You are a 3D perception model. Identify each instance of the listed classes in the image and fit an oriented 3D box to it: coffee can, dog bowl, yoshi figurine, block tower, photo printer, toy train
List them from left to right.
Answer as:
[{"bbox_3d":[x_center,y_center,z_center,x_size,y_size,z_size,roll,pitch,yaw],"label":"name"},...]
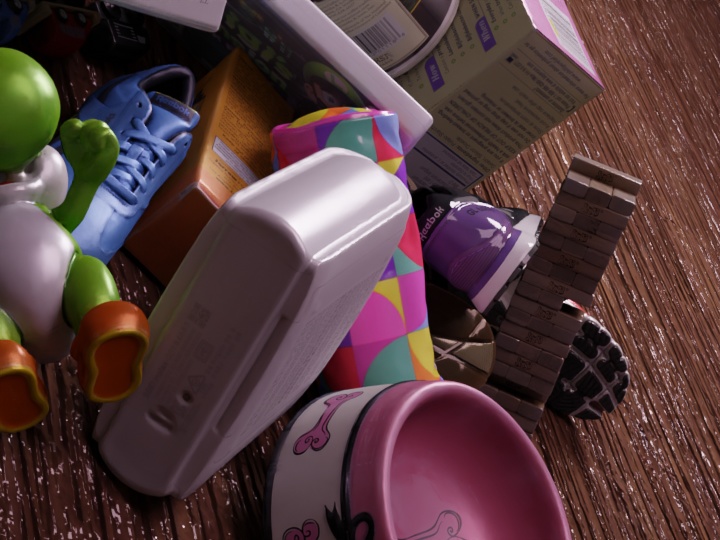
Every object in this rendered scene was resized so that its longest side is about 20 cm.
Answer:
[{"bbox_3d":[-0.169,-0.031,0.904,0.112,0.112,0.200,20,36,-43],"label":"yoshi figurine"},{"bbox_3d":[-0.190,-0.152,1.140,0.200,0.034,0.046,1,66,-64],"label":"toy train"},{"bbox_3d":[-0.049,0.020,0.990,0.069,0.167,0.200,34,21,8],"label":"photo printer"},{"bbox_3d":[-0.034,-0.238,1.307,0.200,0.146,0.147,41,23,-54],"label":"coffee can"},{"bbox_3d":[0.041,0.150,1.020,0.200,0.074,0.201,29,48,-38],"label":"dog bowl"},{"bbox_3d":[0.135,0.021,1.318,0.054,0.201,0.058,23,13,4],"label":"block tower"}]

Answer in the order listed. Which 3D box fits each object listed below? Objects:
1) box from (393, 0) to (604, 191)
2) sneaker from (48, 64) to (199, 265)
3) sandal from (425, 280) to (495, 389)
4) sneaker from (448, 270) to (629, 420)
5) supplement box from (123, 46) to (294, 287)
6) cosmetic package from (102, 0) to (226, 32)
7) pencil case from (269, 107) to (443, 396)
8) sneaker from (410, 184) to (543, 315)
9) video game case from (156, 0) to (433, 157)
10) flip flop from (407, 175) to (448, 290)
[{"bbox_3d":[0.058,-0.158,1.414,0.097,0.200,0.176,33,29,-43],"label":"box"},{"bbox_3d":[-0.138,-0.065,1.053,0.066,0.078,0.200,48,24,-17],"label":"sneaker"},{"bbox_3d":[0.001,0.014,1.223,0.200,0.054,0.080,38,70,-15],"label":"sandal"},{"bbox_3d":[0.141,0.031,1.471,0.200,0.077,0.085,48,17,-14],"label":"sneaker"},{"bbox_3d":[-0.090,-0.061,1.156,0.069,0.066,0.200,44,24,-21],"label":"supplement box"},{"bbox_3d":[-0.160,-0.262,1.050,0.199,0.201,0.123,14,6,-37],"label":"cosmetic package"},{"bbox_3d":[0.000,0.000,1.132,0.088,0.088,0.201,-30,111,-68],"label":"pencil case"},{"bbox_3d":[0.071,-0.029,1.258,0.087,0.076,0.200,37,3,1],"label":"sneaker"},{"bbox_3d":[-0.050,-0.135,1.224,0.200,0.023,0.182,44,-18,0],"label":"video game case"},{"bbox_3d":[0.029,0.011,1.308,0.081,0.057,0.201,36,41,-58],"label":"flip flop"}]
